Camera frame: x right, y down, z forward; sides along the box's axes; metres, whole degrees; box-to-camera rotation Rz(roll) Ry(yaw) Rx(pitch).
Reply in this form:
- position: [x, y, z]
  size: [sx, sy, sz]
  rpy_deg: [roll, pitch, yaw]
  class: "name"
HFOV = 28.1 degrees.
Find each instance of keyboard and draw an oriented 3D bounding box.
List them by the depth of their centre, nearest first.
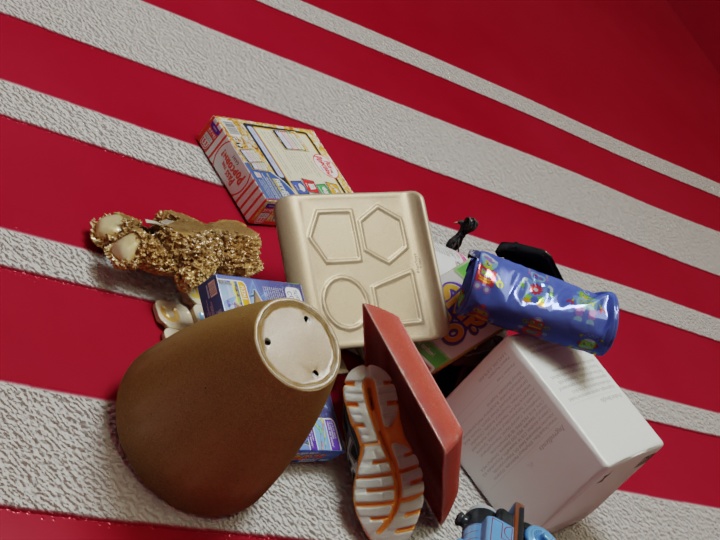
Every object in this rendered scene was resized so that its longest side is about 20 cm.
- position: [0.222, 0.014, 1.805]
  size: [0.040, 0.103, 0.201]
  rpy_deg: [-65, 147, -25]
  class: "keyboard"

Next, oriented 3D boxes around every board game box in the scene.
- position: [-0.096, 0.107, 1.557]
  size: [0.134, 0.034, 0.202]
  rpy_deg: [9, 58, -47]
  class: "board game box"
- position: [0.092, 0.067, 1.756]
  size: [0.096, 0.199, 0.030]
  rpy_deg: [57, -10, 11]
  class: "board game box"
- position: [-0.103, -0.128, 1.910]
  size: [0.199, 0.046, 0.152]
  rpy_deg: [3, 47, -51]
  class: "board game box"

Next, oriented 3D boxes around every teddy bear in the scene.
- position: [-0.207, -0.021, 1.607]
  size: [0.144, 0.068, 0.199]
  rpy_deg: [26, 19, 34]
  class: "teddy bear"

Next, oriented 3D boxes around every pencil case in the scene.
- position: [0.210, 0.038, 1.712]
  size: [0.198, 0.078, 0.088]
  rpy_deg: [17, 52, -5]
  class: "pencil case"

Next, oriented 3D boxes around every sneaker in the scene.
- position: [0.021, 0.208, 1.571]
  size: [0.077, 0.077, 0.203]
  rpy_deg: [-3, 70, -11]
  class: "sneaker"
- position: [0.136, 0.123, 1.859]
  size: [0.075, 0.116, 0.200]
  rpy_deg: [35, -12, 23]
  class: "sneaker"

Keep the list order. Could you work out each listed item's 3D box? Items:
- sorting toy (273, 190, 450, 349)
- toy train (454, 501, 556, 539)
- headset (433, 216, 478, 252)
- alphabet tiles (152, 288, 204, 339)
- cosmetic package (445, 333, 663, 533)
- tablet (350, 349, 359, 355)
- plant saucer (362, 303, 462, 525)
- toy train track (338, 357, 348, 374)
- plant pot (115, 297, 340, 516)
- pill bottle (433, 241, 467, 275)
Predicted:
- position: [0.000, 0.000, 1.699]
  size: [0.198, 0.036, 0.188]
  rpy_deg: [-5, 76, -29]
  class: "sorting toy"
- position: [0.145, 0.319, 1.499]
  size: [0.113, 0.087, 0.201]
  rpy_deg: [31, 28, -8]
  class: "toy train"
- position: [0.084, -0.039, 1.979]
  size: [0.199, 0.094, 0.124]
  rpy_deg: [-3, 52, -54]
  class: "headset"
- position: [-0.137, 0.092, 1.601]
  size: [0.194, 0.015, 0.201]
  rpy_deg: [15, 39, -41]
  class: "alphabet tiles"
- position: [0.228, 0.197, 1.767]
  size: [0.164, 0.165, 0.201]
  rpy_deg: [-6, 54, -54]
  class: "cosmetic package"
- position: [0.013, 0.050, 1.854]
  size: [0.129, 0.014, 0.201]
  rpy_deg: [29, 32, -26]
  class: "tablet"
- position: [0.061, 0.156, 1.605]
  size: [0.036, 0.200, 0.201]
  rpy_deg: [-23, 60, -13]
  class: "plant saucer"
- position: [-0.079, 0.077, 1.665]
  size: [0.199, 0.032, 0.116]
  rpy_deg: [2, 58, -53]
  class: "toy train track"
- position: [-0.109, 0.109, 1.366]
  size: [0.185, 0.200, 0.188]
  rpy_deg: [18, 53, -26]
  class: "plant pot"
- position: [0.040, 0.003, 1.817]
  size: [0.198, 0.114, 0.114]
  rpy_deg: [21, 35, -35]
  class: "pill bottle"
